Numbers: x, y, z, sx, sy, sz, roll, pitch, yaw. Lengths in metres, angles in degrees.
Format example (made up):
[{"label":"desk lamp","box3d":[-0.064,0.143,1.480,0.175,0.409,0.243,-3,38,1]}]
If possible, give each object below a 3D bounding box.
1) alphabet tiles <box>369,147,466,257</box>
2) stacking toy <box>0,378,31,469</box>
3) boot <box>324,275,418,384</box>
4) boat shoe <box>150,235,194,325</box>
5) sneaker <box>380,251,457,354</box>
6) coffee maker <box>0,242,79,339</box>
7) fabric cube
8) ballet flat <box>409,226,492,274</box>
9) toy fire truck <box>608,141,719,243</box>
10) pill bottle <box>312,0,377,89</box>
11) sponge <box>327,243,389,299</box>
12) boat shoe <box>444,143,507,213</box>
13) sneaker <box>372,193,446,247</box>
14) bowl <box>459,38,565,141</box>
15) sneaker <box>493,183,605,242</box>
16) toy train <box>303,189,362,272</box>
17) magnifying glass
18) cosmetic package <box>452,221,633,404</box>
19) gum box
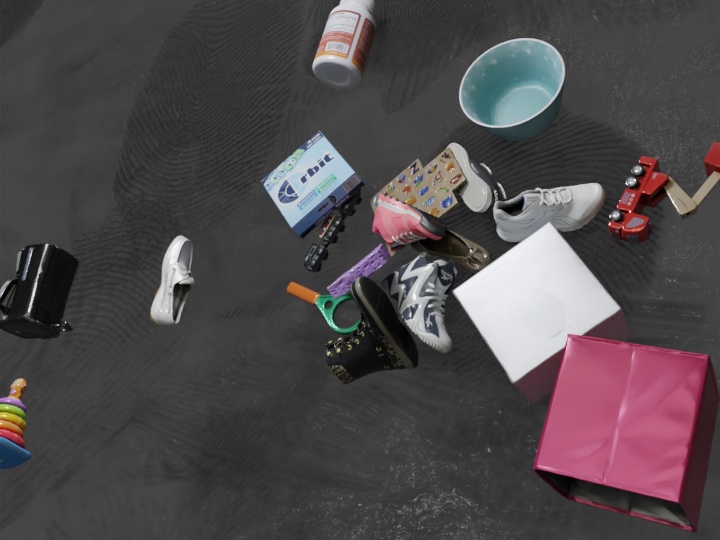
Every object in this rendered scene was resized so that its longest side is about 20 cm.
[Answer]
[{"label":"alphabet tiles","box3d":[0.111,-0.142,1.580,0.200,0.008,0.168,-39,44,21]},{"label":"stacking toy","box3d":[-0.773,0.322,1.808,0.116,0.110,0.201,-18,47,23]},{"label":"boot","box3d":[-0.005,0.113,1.436,0.153,0.204,0.074,-21,31,23]},{"label":"boat shoe","box3d":[-0.387,0.024,1.767,0.069,0.071,0.201,4,75,29]},{"label":"sneaker","box3d":[0.133,0.045,1.462,0.130,0.079,0.199,-45,42,11]},{"label":"coffee maker","box3d":[-0.730,0.049,1.918,0.191,0.135,0.201,5,66,5]},{"label":"fabric cube","box3d":[0.380,0.228,1.157,0.199,0.196,0.200,7,68,32]},{"label":"ballet flat","box3d":[0.158,-0.048,1.517,0.200,0.046,0.068,31,83,40]},{"label":"toy fire truck","box3d":[0.513,-0.126,1.366,0.141,0.049,0.201,21,76,35]},{"label":"pill bottle","box3d":[-0.028,-0.514,1.830,0.112,0.112,0.201,4,66,30]},{"label":"sponge","box3d":[0.000,0.000,1.501,0.111,0.200,0.030,-38,92,6]},{"label":"boat shoe","box3d":[0.213,-0.172,1.547,0.074,0.060,0.200,-64,33,25]},{"label":"sneaker","box3d":[0.087,-0.076,1.518,0.200,0.074,0.087,33,101,56]},{"label":"bowl","box3d":[0.297,-0.325,1.555,0.200,0.105,0.202,-12,60,22]},{"label":"sneaker","box3d":[0.326,-0.108,1.435,0.199,0.087,0.075,-19,55,17]},{"label":"toy train","box3d":[-0.057,-0.086,1.667,0.046,0.034,0.201,18,74,45]},{"label":"magnifying glass","box3d":[-0.066,0.066,1.598,0.199,0.022,0.080,23,78,34]},{"label":"cosmetic package","box3d":[0.293,0.069,1.335,0.199,0.123,0.200,-35,55,8]},{"label":"gum box","box3d":[-0.103,-0.182,1.713,0.170,0.045,0.200,-41,41,5]}]
